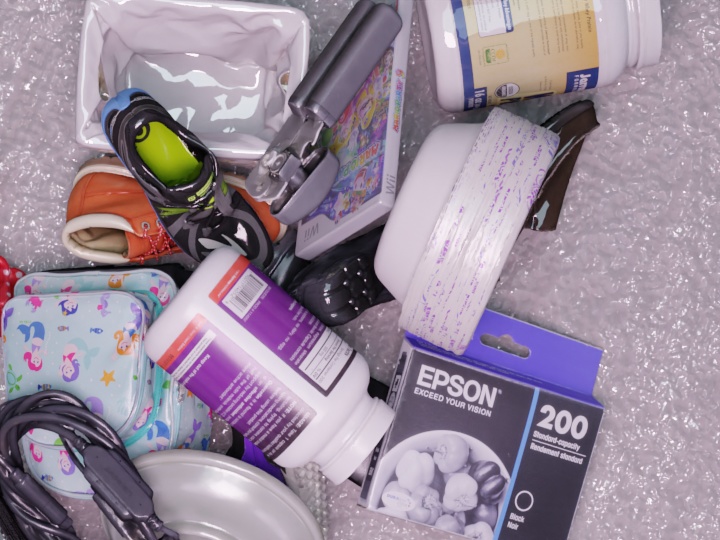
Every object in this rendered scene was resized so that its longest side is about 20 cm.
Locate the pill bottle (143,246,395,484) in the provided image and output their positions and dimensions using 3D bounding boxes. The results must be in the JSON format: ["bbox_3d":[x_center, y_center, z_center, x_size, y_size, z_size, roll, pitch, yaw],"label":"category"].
[{"bbox_3d":[-0.072,0.081,1.540,0.200,0.112,0.113,40,86,-4],"label":"pill bottle"}]

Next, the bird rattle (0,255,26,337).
[{"bbox_3d":[-0.381,-0.028,1.700,0.161,0.113,0.202,-5,98,11],"label":"bird rattle"}]

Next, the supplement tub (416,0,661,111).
[{"bbox_3d":[0.155,-0.225,1.669,0.198,0.144,0.146,-10,85,-1],"label":"supplement tub"}]

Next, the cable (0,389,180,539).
[{"bbox_3d":[-0.234,0.187,1.566,0.200,0.164,0.051,43,48,12],"label":"cable"}]

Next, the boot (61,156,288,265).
[{"bbox_3d":[-0.165,-0.037,1.670,0.198,0.108,0.076,7,123,4],"label":"boot"}]

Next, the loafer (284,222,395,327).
[{"bbox_3d":[0.000,0.000,1.649,0.070,0.200,0.069,-6,103,33],"label":"loafer"}]

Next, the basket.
[{"bbox_3d":[-0.144,-0.162,1.680,0.198,0.123,0.137,4,85,1],"label":"basket"}]

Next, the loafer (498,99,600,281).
[{"bbox_3d":[0.153,-0.066,1.705,0.071,0.073,0.200,40,95,-1],"label":"loafer"}]

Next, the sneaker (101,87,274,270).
[{"bbox_3d":[-0.143,-0.064,1.585,0.071,0.083,0.200,-41,118,-5],"label":"sneaker"}]

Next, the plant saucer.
[{"bbox_3d":[-0.130,0.234,1.590,0.198,0.201,0.050,17,44,1],"label":"plant saucer"}]

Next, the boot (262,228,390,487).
[{"bbox_3d":[-0.022,0.083,1.684,0.199,0.066,0.166,32,96,7],"label":"boot"}]

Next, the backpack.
[{"bbox_3d":[-0.218,0.099,1.642,0.176,0.150,0.202,-1,93,22],"label":"backpack"}]

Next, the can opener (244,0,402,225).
[{"bbox_3d":[-0.025,-0.132,1.605,0.067,0.053,0.201,41,79,-36],"label":"can opener"}]

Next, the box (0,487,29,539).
[{"bbox_3d":[-0.300,0.284,1.618,0.086,0.164,0.201,-32,86,-3],"label":"box"}]

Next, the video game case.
[{"bbox_3d":[-0.006,-0.123,1.646,0.018,0.143,0.202,18,63,-27],"label":"video game case"}]

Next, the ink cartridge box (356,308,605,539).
[{"bbox_3d":[0.113,0.137,1.664,0.196,0.043,0.202,18,83,-19],"label":"ink cartridge box"}]

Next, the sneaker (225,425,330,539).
[{"bbox_3d":[-0.085,0.197,1.666,0.099,0.070,0.202,8,111,22],"label":"sneaker"}]

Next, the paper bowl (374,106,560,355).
[{"bbox_3d":[0.081,-0.040,1.573,0.104,0.201,0.202,23,85,4],"label":"paper bowl"}]
